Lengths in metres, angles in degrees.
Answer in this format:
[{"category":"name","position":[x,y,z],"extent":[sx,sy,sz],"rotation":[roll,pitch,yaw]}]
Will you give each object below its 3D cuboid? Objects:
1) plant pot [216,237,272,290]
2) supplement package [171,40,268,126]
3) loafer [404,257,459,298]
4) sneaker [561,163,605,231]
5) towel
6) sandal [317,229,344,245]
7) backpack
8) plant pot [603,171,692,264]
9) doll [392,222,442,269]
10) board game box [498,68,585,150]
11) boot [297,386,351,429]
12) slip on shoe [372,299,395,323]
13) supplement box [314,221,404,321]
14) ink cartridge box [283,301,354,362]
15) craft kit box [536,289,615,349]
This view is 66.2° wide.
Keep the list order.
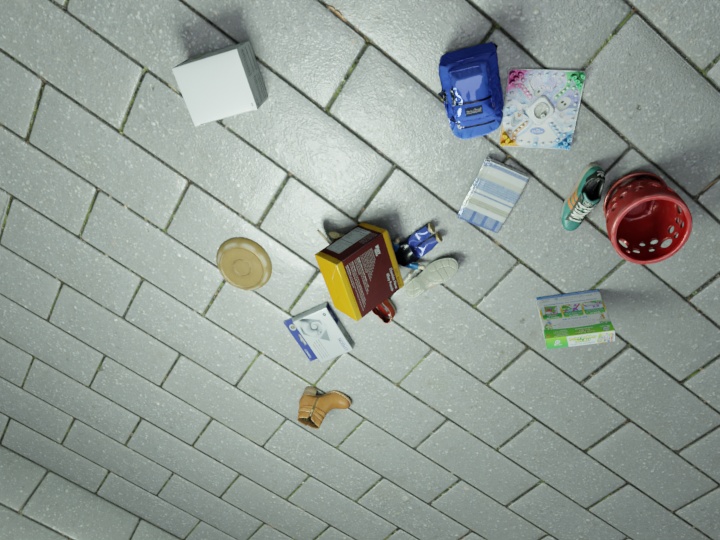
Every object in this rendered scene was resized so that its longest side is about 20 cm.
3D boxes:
[{"category":"plant pot","position":[-0.391,-0.014,1.840],"extent":[0.192,0.028,0.206],"rotation":[4,121,6]},{"category":"supplement package","position":[-0.374,-0.503,1.487],"extent":[0.193,0.112,0.160],"rotation":[-10,120,14]},{"category":"loafer","position":[0.229,0.020,1.752],"extent":[0.197,0.062,0.073],"rotation":[-33,79,22]},{"category":"sneaker","position":[0.619,-0.191,1.538],"extent":[0.069,0.081,0.205],"rotation":[13,123,0]},{"category":"towel","position":[0.381,-0.215,1.597],"extent":[0.142,0.024,0.204],"rotation":[19,124,-6]},{"category":"sandal","position":[-0.048,-0.077,1.735],"extent":[0.069,0.078,0.212],"rotation":[-42,117,0]},{"category":"backpack","position":[0.278,-0.438,1.394],"extent":[0.157,0.170,0.205],"rotation":[-4,125,19]},{"category":"plant pot","position":[0.755,-0.149,1.483],"extent":[0.193,0.185,0.206],"rotation":[4,122,6]},{"category":"doll","position":[0.161,-0.058,1.712],"extent":[0.198,0.049,0.137],"rotation":[-34,110,25]},{"category":"board game box","position":[0.476,-0.420,1.454],"extent":[0.192,0.026,0.206],"rotation":[4,122,7]},{"category":"boot","position":[-0.136,0.517,2.047],"extent":[0.194,0.157,0.078],"rotation":[20,123,-4]},{"category":"slip on shoe","position":[0.047,0.094,1.817],"extent":[0.073,0.062,0.201],"rotation":[-29,111,26]},{"category":"supplement box","position":[0.000,0.000,1.664],"extent":[0.198,0.131,0.202],"rotation":[-34,121,-23]},{"category":"ink cartridge box","position":[-0.151,0.230,1.942],"extent":[0.195,0.041,0.202],"rotation":[-23,115,21]},{"category":"craft kit box","position":[0.646,0.145,1.672],"extent":[0.193,0.200,0.050],"rotation":[-9,120,15]}]
